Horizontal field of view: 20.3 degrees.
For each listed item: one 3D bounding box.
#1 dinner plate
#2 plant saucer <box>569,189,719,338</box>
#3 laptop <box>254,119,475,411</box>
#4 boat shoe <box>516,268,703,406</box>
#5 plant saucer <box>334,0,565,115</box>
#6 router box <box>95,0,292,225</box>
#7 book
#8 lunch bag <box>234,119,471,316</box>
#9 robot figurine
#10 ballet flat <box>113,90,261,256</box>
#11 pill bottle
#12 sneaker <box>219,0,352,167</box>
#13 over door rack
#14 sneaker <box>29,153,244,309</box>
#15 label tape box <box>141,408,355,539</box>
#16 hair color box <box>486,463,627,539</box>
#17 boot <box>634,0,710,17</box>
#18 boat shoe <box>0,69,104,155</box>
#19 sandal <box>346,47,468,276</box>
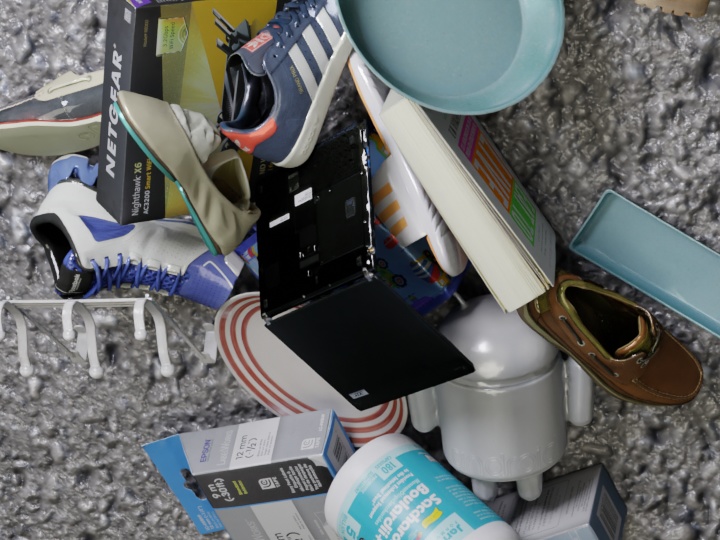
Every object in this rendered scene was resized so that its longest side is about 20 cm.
[{"bbox_3d":[-0.043,0.086,1.827,0.199,0.024,0.201,23,145,17],"label":"dinner plate"},{"bbox_3d":[0.282,0.003,1.731,0.199,0.019,0.070,30,120,-2],"label":"plant saucer"},{"bbox_3d":[0.000,0.000,1.669,0.103,0.201,0.177,6,162,-33],"label":"laptop"},{"bbox_3d":[0.224,0.064,1.712,0.199,0.072,0.068,27,166,-25],"label":"boat shoe"},{"bbox_3d":[0.066,-0.213,1.603,0.200,0.200,0.036,38,154,-6],"label":"plant saucer"},{"bbox_3d":[-0.138,-0.147,1.695,0.052,0.157,0.201,42,134,46],"label":"router box"},{"bbox_3d":[0.092,-0.080,1.674,0.048,0.134,0.200,-30,106,21],"label":"book"},{"bbox_3d":[-0.012,-0.011,1.777,0.151,0.094,0.200,44,134,-8],"label":"lunch bag"},{"bbox_3d":[0.124,0.106,1.772,0.169,0.113,0.201,-6,116,4],"label":"robot figurine"},{"bbox_3d":[-0.135,-0.091,1.649,0.069,0.070,0.200,-8,143,19],"label":"ballet flat"},{"bbox_3d":[0.069,0.242,1.769,0.200,0.110,0.111,39,126,32],"label":"pill bottle"},{"bbox_3d":[-0.058,-0.187,1.637,0.084,0.075,0.201,16,93,-31],"label":"sneaker"},{"bbox_3d":[-0.225,0.067,1.802,0.147,0.200,0.067,0,80,15],"label":"over door rack"},{"bbox_3d":[-0.215,-0.007,1.795,0.199,0.115,0.081,31,139,-2],"label":"sneaker"},{"bbox_3d":[-0.095,0.213,1.895,0.199,0.066,0.144,-12,130,18],"label":"label tape box"},{"bbox_3d":[0.141,0.257,1.853,0.199,0.099,0.061,-21,111,24],"label":"hair color box"},{"bbox_3d":[0.192,-0.276,1.578,0.199,0.075,0.108,12,117,-8],"label":"boot"},{"bbox_3d":[-0.247,-0.147,1.775,0.199,0.071,0.063,-8,72,22],"label":"boat shoe"},{"bbox_3d":[0.026,-0.085,1.662,0.059,0.079,0.208,-27,87,21],"label":"sandal"}]
